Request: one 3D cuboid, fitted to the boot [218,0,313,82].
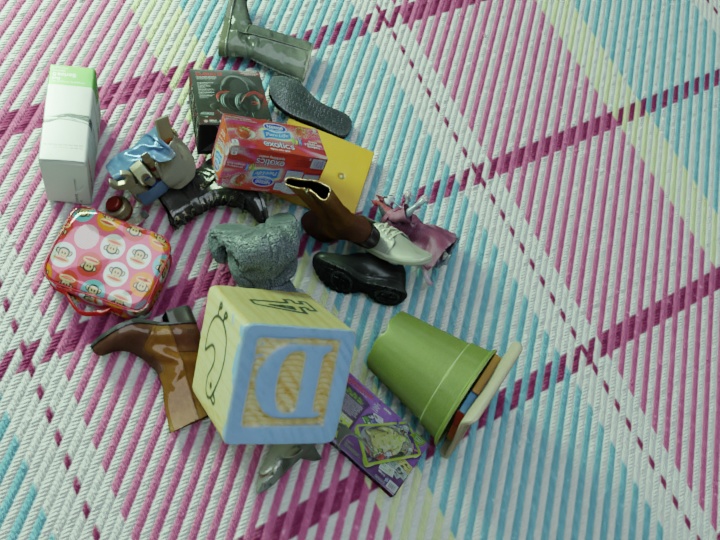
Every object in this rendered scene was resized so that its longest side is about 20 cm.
[{"bbox_3d":[-0.198,-0.513,1.631,0.196,0.073,0.186,9,78,-4],"label":"boot"}]

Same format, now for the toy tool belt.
[{"bbox_3d":[-0.404,-0.186,1.365,0.199,0.123,0.125,-41,58,-8],"label":"toy tool belt"}]

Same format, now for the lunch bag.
[{"bbox_3d":[-0.445,-0.001,1.320,0.197,0.082,0.179,22,68,-6],"label":"lunch bag"}]

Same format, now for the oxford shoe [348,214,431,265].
[{"bbox_3d":[0.052,-0.059,1.452,0.198,0.059,0.075,25,27,34],"label":"oxford shoe"}]

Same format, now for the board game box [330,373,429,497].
[{"bbox_3d":[0.016,0.294,1.354,0.199,0.032,0.120,41,66,4],"label":"board game box"}]

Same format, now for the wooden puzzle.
[{"bbox_3d":[0.208,0.230,1.342,0.037,0.201,0.186,34,61,11],"label":"wooden puzzle"}]

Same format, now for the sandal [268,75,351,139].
[{"bbox_3d":[-0.113,-0.338,1.599,0.198,0.043,0.077,32,68,-12],"label":"sandal"}]

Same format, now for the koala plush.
[{"bbox_3d":[-0.169,0.017,1.356,0.174,0.184,0.204,-12,106,-17],"label":"koala plush"}]

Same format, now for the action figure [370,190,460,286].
[{"bbox_3d":[0.100,-0.082,1.524,0.198,0.134,0.151,31,93,3],"label":"action figure"}]

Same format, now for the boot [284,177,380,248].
[{"bbox_3d":[-0.081,-0.109,1.380,0.186,0.199,0.069,25,83,38],"label":"boot"}]

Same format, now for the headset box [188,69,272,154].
[{"bbox_3d":[-0.263,-0.325,1.499,0.145,0.076,0.202,-2,49,-18],"label":"headset box"}]

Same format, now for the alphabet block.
[{"bbox_3d":[-0.145,0.150,1.219,0.193,0.199,0.199,8,100,-29],"label":"alphabet block"}]

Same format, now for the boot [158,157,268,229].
[{"bbox_3d":[-0.288,-0.128,1.440,0.173,0.070,0.200,-34,71,-24],"label":"boot"}]

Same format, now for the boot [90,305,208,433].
[{"bbox_3d":[-0.349,0.181,1.294,0.185,0.068,0.204,-14,78,-29],"label":"boot"}]

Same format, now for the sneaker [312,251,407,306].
[{"bbox_3d":[0.000,0.000,1.466,0.197,0.076,0.092,20,52,-14],"label":"sneaker"}]

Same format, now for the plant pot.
[{"bbox_3d":[0.116,0.177,1.363,0.188,0.201,0.201,33,61,15],"label":"plant pot"}]

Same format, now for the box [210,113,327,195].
[{"bbox_3d":[-0.174,-0.216,1.424,0.196,0.100,0.097,4,46,-28],"label":"box"}]

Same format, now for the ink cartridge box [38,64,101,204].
[{"bbox_3d":[-0.528,-0.246,1.372,0.082,0.146,0.204,3,65,-14],"label":"ink cartridge box"}]

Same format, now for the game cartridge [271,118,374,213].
[{"bbox_3d":[-0.085,-0.205,1.550,0.196,0.033,0.179,21,63,-4],"label":"game cartridge"}]

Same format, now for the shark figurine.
[{"bbox_3d":[-0.077,0.300,1.285,0.090,0.212,0.129,50,21,-31],"label":"shark figurine"}]
